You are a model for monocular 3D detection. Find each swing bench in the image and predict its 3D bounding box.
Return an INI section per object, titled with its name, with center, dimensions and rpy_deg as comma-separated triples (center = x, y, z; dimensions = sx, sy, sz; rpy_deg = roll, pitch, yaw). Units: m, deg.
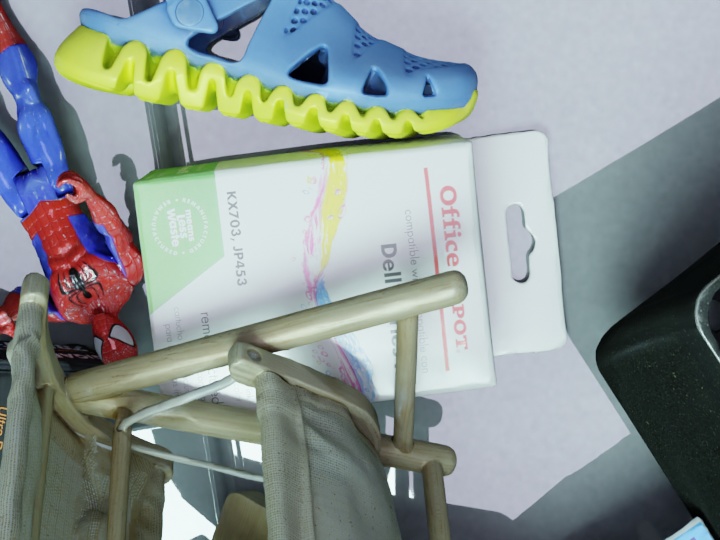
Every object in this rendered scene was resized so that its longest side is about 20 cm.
[swing bench]
center = -0.047, 0.110, 0.648
dimensions = 0.197, 0.200, 0.131
rpy_deg = -2, 131, -3

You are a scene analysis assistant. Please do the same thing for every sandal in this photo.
[sandal]
center = -0.040, -0.110, 0.751
dimensions = 0.197, 0.079, 0.088
rpy_deg = 12, 92, -3

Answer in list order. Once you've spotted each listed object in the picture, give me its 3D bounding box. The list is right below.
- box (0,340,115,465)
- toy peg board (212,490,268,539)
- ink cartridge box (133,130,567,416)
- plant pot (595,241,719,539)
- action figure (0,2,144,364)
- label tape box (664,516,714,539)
[box]
center = -0.212, 0.131, 0.734
dimensions = 0.197, 0.049, 0.203
rpy_deg = 6, 99, -40
[toy peg board]
center = -0.035, 0.233, 0.728
dimensions = 0.198, 0.097, 0.202
rpy_deg = 23, 99, 32
[ink cartridge box]
center = 0.000, 0.000, 0.765
dimensions = 0.197, 0.067, 0.119
rpy_deg = -7, 96, 1
[plant pot]
center = 0.221, 0.049, 0.702
dimensions = 0.199, 0.177, 0.201
rpy_deg = -36, 95, -18
[action figure]
center = -0.157, -0.043, 0.736
dimensions = 0.065, 0.099, 0.202
rpy_deg = -27, 91, 5
[label tape box]
center = 0.116, 0.219, 0.779
dimensions = 0.199, 0.066, 0.144
rpy_deg = -35, 95, 12
